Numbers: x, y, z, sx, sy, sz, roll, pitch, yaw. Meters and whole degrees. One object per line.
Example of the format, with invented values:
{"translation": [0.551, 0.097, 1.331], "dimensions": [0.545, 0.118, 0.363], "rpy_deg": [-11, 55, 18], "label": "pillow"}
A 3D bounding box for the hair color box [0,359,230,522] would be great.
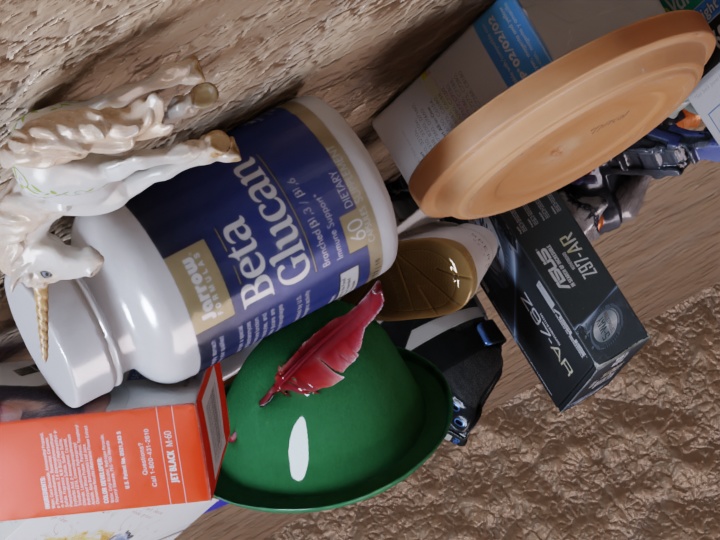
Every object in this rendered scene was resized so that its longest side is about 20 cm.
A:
{"translation": [-0.180, 0.093, 1.387], "dimensions": [0.199, 0.064, 0.111], "rpy_deg": [-7, -164, 4], "label": "hair color box"}

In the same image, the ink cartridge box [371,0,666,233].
{"translation": [0.089, -0.106, 1.524], "dimensions": [0.115, 0.068, 0.200], "rpy_deg": [-21, 166, -41], "label": "ink cartridge box"}

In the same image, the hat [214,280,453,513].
{"translation": [-0.035, 0.031, 1.492], "dimensions": [0.199, 0.176, 0.166], "rpy_deg": [1, -143, 24], "label": "hat"}

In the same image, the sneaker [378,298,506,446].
{"translation": [0.015, 0.091, 1.651], "dimensions": [0.200, 0.112, 0.073], "rpy_deg": [-40, 170, -12], "label": "sneaker"}

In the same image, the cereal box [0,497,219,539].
{"translation": [-0.201, 0.180, 1.537], "dimensions": [0.200, 0.040, 0.144], "rpy_deg": [-42, 150, 13], "label": "cereal box"}

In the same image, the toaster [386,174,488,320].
{"translation": [0.004, 0.030, 1.774], "dimensions": [0.200, 0.129, 0.114], "rpy_deg": [-35, 171, 22], "label": "toaster"}

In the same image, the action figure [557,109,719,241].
{"translation": [0.200, -0.075, 1.754], "dimensions": [0.200, 0.105, 0.193], "rpy_deg": [9, -140, 40], "label": "action figure"}

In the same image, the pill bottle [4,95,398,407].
{"translation": [-0.089, -0.006, 1.350], "dimensions": [0.200, 0.111, 0.111], "rpy_deg": [-28, 170, -18], "label": "pill bottle"}

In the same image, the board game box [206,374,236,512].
{"translation": [-0.127, 0.120, 1.729], "dimensions": [0.152, 0.045, 0.200], "rpy_deg": [-20, 155, -27], "label": "board game box"}

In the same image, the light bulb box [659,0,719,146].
{"translation": [0.298, -0.154, 1.535], "dimensions": [0.198, 0.200, 0.125], "rpy_deg": [-22, 166, -43], "label": "light bulb box"}

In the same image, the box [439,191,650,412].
{"translation": [0.116, -0.010, 1.704], "dimensions": [0.043, 0.200, 0.160], "rpy_deg": [-30, 171, -11], "label": "box"}

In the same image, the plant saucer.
{"translation": [0.122, -0.085, 1.444], "dimensions": [0.200, 0.032, 0.200], "rpy_deg": [-29, 169, -6], "label": "plant saucer"}

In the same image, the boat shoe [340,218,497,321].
{"translation": [0.000, 0.000, 1.626], "dimensions": [0.199, 0.071, 0.069], "rpy_deg": [-1, -159, 31], "label": "boat shoe"}

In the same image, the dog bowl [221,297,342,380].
{"translation": [-0.103, 0.018, 1.530], "dimensions": [0.200, 0.079, 0.200], "rpy_deg": [-31, 171, -6], "label": "dog bowl"}

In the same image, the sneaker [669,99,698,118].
{"translation": [0.249, -0.150, 1.698], "dimensions": [0.200, 0.100, 0.078], "rpy_deg": [-25, 165, -37], "label": "sneaker"}

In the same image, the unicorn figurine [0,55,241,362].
{"translation": [-0.127, -0.046, 1.189], "dimensions": [0.137, 0.074, 0.200], "rpy_deg": [-22, 156, 1], "label": "unicorn figurine"}
